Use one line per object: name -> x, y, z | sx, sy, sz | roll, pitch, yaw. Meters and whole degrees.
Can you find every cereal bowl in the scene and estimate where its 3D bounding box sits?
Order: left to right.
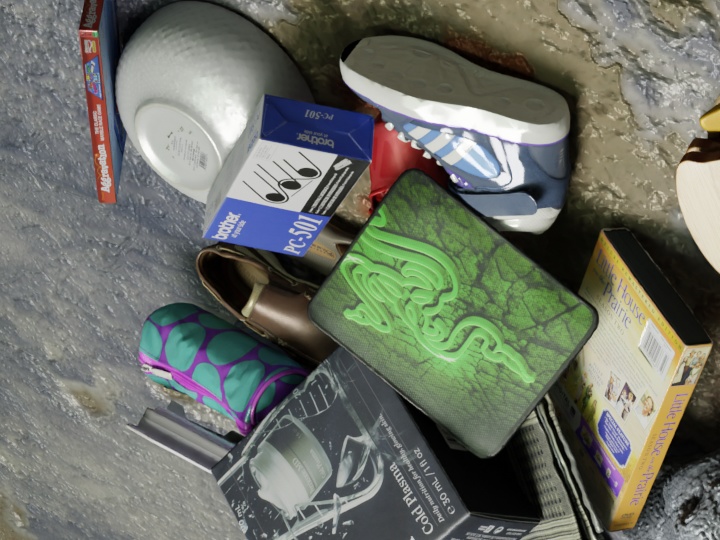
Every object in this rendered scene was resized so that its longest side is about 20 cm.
cereal bowl -> -0.137, -0.131, 1.670 | 0.199, 0.083, 0.201 | 23, 139, 22

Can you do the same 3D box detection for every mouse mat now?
mouse mat -> 0.072, 0.036, 1.529 | 0.200, 0.008, 0.161 | 39, 109, 8

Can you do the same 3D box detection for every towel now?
towel -> 0.154, 0.175, 1.613 | 0.200, 0.034, 0.194 | 130, 122, -76

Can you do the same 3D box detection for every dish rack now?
dish rack -> -0.114, 0.182, 1.829 | 0.171, 0.044, 0.200 | 23, 173, 31

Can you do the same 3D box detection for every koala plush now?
koala plush -> 0.288, 0.203, 1.588 | 0.200, 0.184, 0.178 | -1, 128, 56

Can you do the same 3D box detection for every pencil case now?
pencil case -> -0.124, 0.099, 1.772 | 0.200, 0.092, 0.086 | 24, 136, 46

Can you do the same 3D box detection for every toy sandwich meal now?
toy sandwich meal -> 0.318, -0.063, 1.356 | 0.204, 0.070, 0.206 | 23, 140, 21

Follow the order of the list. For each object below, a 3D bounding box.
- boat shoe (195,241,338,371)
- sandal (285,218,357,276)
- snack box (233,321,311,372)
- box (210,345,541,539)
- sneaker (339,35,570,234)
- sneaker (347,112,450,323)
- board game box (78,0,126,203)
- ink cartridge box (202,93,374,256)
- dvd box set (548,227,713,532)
boat shoe -> -0.078, 0.037, 1.741 | 0.202, 0.075, 0.075 | 33, 107, 36
sandal -> 0.000, 0.000, 1.706 | 0.199, 0.055, 0.082 | 22, 140, 21
snack box -> -0.039, 0.142, 1.873 | 0.168, 0.068, 0.201 | -4, 126, 45
box -> 0.010, 0.191, 1.624 | 0.197, 0.124, 0.200 | -45, 58, 21
sneaker -> 0.072, -0.094, 1.527 | 0.199, 0.081, 0.147 | 19, 134, 17
sneaker -> 0.033, -0.025, 1.579 | 0.078, 0.115, 0.201 | -5, 112, 35
board game box -> -0.228, -0.168, 1.697 | 0.019, 0.103, 0.201 | 2, 136, 1
ink cartridge box -> -0.063, -0.075, 1.581 | 0.093, 0.044, 0.200 | 10, 156, -14
dvd box set -> 0.207, 0.088, 1.538 | 0.147, 0.029, 0.201 | -121, 36, -44
